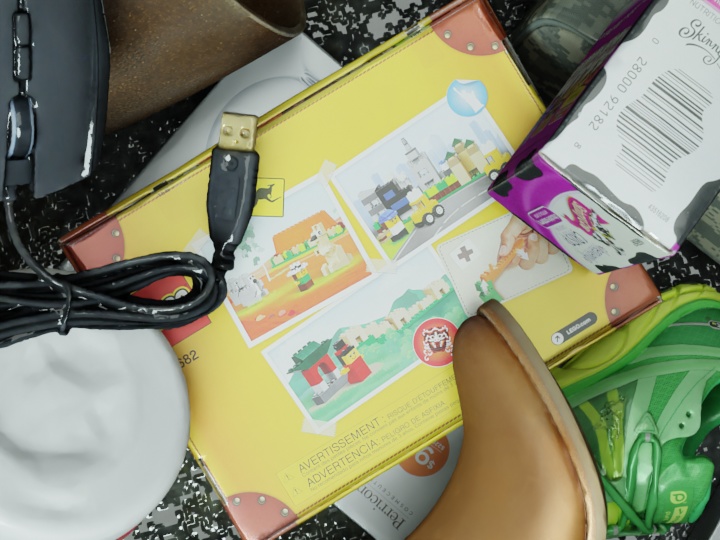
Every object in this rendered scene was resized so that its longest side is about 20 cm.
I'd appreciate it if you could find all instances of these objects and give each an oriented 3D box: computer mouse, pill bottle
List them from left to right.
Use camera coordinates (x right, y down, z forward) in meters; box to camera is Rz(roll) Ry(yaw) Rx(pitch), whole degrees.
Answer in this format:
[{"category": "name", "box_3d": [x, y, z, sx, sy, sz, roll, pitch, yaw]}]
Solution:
[{"category": "pill bottle", "box_3d": [-0.150, 0.085, 0.848, 0.111, 0.200, 0.111, 10, 64, -21]}, {"category": "computer mouse", "box_3d": [-0.098, -0.068, 0.754, 0.140, 0.046, 0.200, 0, 90, -23]}]

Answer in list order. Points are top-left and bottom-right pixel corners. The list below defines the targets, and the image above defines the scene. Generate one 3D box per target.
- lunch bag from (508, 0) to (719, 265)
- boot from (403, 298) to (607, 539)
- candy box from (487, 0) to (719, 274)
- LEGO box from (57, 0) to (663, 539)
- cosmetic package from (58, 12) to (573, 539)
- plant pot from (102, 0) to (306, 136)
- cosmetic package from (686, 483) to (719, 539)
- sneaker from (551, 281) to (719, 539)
[{"category": "lunch bag", "box_3d": [0.181, -0.105, 0.904, 0.200, 0.139, 0.168, 38, 78, 1]}, {"category": "boot", "box_3d": [0.021, 0.123, 0.799, 0.155, 0.077, 0.200, -16, 94, -2]}, {"category": "candy box", "box_3d": [0.135, -0.096, 0.761, 0.061, 0.136, 0.200, 36, 86, -2]}, {"category": "LEGO box", "box_3d": [0.000, 0.000, 0.871, 0.200, 0.077, 0.149, -31, 90, -2]}, {"category": "cosmetic package", "box_3d": [-0.010, 0.007, 0.936, 0.200, 0.052, 0.151, 40, 90, -1]}, {"category": "plant pot", "box_3d": [-0.159, -0.117, 0.882, 0.200, 0.187, 0.187, -35, 90, 14]}, {"category": "cosmetic package", "box_3d": [0.189, 0.133, 0.936, 0.083, 0.051, 0.200, 32, 88, 3]}, {"category": "sneaker", "box_3d": [0.105, 0.082, 0.893, 0.200, 0.074, 0.084, -38, 67, -23]}]
